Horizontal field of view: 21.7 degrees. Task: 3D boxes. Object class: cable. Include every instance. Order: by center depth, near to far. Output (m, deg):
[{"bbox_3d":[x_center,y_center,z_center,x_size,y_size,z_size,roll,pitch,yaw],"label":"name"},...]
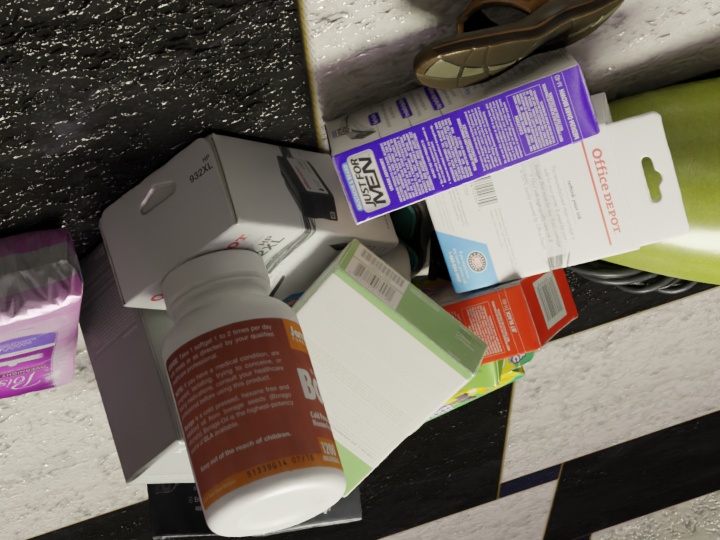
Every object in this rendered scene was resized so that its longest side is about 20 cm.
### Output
[{"bbox_3d":[0.225,-0.031,1.735,0.198,0.164,0.051,-2,129,-25],"label":"cable"}]

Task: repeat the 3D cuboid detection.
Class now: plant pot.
[{"bbox_3d":[0.248,-0.076,1.631,0.198,0.189,0.187,-2,158,-6],"label":"plant pot"}]

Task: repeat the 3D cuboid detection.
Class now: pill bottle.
[{"bbox_3d":[-0.088,0.092,1.443,0.111,0.202,0.112,-15,159,-6],"label":"pill bottle"}]

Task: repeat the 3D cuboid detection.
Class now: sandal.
[{"bbox_3d":[0.113,-0.185,1.384,0.199,0.055,0.082,-26,171,-28],"label":"sandal"}]

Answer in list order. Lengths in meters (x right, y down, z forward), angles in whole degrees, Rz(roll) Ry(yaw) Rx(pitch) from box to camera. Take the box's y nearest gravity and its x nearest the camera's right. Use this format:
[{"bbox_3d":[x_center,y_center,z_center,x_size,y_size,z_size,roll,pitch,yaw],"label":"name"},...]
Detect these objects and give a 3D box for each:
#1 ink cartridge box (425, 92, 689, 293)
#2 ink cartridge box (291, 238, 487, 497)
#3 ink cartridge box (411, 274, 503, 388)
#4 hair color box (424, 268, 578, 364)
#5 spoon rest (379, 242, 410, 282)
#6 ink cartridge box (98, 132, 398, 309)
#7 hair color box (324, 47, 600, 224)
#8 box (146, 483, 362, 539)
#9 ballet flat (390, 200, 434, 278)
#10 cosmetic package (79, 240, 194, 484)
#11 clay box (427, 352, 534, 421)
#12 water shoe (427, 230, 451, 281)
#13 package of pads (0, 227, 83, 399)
[{"bbox_3d":[0.157,-0.067,1.527,0.198,0.117,0.068,-14,-155,13],"label":"ink cartridge box"},{"bbox_3d":[-0.009,0.085,1.569,0.200,0.145,0.048,-47,-171,40],"label":"ink cartridge box"},{"bbox_3d":[0.065,0.037,1.799,0.146,0.076,0.200,-4,-155,11],"label":"ink cartridge box"},{"bbox_3d":[0.075,0.050,1.615,0.198,0.062,0.101,-16,-173,29],"label":"hair color box"},{"bbox_3d":[0.000,0.000,1.670,0.099,0.061,0.200,22,174,-18],"label":"spoon rest"},{"bbox_3d":[-0.090,-0.031,1.539,0.145,0.084,0.199,-33,156,33],"label":"ink cartridge box"},{"bbox_3d":[0.075,-0.109,1.449,0.198,0.065,0.109,-19,-162,2],"label":"hair color box"},{"bbox_3d":[-0.106,0.139,1.725,0.117,0.202,0.196,-3,175,-37],"label":"box"},{"bbox_3d":[0.046,-0.048,1.663,0.064,0.067,0.200,-45,171,-19],"label":"ballet flat"},{"bbox_3d":[-0.161,0.073,1.569,0.106,0.202,0.090,7,148,-44],"label":"cosmetic package"},{"bbox_3d":[0.085,0.085,1.959,0.199,0.116,0.048,-25,160,18],"label":"clay box"},{"bbox_3d":[0.102,-0.033,1.665,0.071,0.080,0.200,15,166,-1],"label":"water shoe"},{"bbox_3d":[-0.295,0.041,1.554,0.119,0.076,0.200,-10,158,-16],"label":"package of pads"}]
